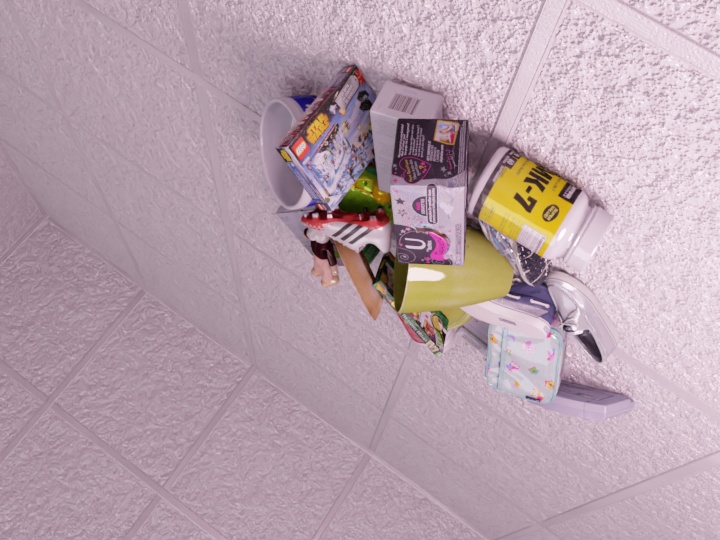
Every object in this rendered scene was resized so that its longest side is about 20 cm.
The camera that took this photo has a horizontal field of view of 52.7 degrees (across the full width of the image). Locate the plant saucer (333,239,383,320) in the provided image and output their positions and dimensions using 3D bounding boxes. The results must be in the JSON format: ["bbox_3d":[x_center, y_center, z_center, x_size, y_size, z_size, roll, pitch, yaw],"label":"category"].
[{"bbox_3d":[0.000,0.000,1.439,0.200,0.035,0.203,-89,-26,-81],"label":"plant saucer"}]

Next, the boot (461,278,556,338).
[{"bbox_3d":[0.276,0.054,1.375,0.197,0.091,0.073,21,158,25],"label":"boot"}]

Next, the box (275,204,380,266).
[{"bbox_3d":[-0.064,-0.100,1.597,0.177,0.097,0.198,49,155,-25],"label":"box"}]

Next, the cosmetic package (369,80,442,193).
[{"bbox_3d":[0.080,-0.206,1.203,0.100,0.072,0.201,20,152,17],"label":"cosmetic package"}]

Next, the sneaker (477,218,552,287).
[{"bbox_3d":[0.258,-0.061,1.245,0.202,0.077,0.086,56,161,-20],"label":"sneaker"}]

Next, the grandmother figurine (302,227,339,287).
[{"bbox_3d":[-0.081,-0.045,1.536,0.121,0.061,0.201,39,157,18],"label":"grandmother figurine"}]

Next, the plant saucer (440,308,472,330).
[{"bbox_3d":[0.154,0.050,1.493,0.195,0.031,0.204,5,123,8],"label":"plant saucer"}]

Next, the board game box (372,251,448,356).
[{"bbox_3d":[0.103,0.065,1.432,0.023,0.106,0.200,-31,112,29],"label":"board game box"}]

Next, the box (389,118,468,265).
[{"bbox_3d":[0.108,-0.115,1.120,0.112,0.135,0.201,2,148,10],"label":"box"}]

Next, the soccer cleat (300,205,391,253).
[{"bbox_3d":[-0.028,-0.075,1.348,0.196,0.069,0.087,5,120,32],"label":"soccer cleat"}]

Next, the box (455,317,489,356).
[{"bbox_3d":[0.304,0.141,1.574,0.155,0.041,0.200,36,158,4],"label":"box"}]

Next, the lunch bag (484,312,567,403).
[{"bbox_3d":[0.326,0.167,1.449,0.157,0.077,0.204,13,126,21],"label":"lunch bag"}]

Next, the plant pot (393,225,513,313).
[{"bbox_3d":[0.170,-0.011,1.311,0.195,0.191,0.188,5,156,-5],"label":"plant pot"}]

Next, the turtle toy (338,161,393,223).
[{"bbox_3d":[0.001,-0.155,1.384,0.198,0.101,0.147,29,142,15],"label":"turtle toy"}]

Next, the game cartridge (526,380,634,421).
[{"bbox_3d":[0.446,0.267,1.506,0.131,0.042,0.198,2,-177,-39],"label":"game cartridge"}]

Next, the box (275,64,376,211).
[{"bbox_3d":[-0.037,-0.219,1.201,0.039,0.201,0.138,8,144,47],"label":"box"}]

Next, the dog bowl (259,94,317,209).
[{"bbox_3d":[-0.113,-0.219,1.347,0.199,0.077,0.204,34,131,51],"label":"dog bowl"}]

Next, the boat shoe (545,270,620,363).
[{"bbox_3d":[0.393,0.088,1.302,0.201,0.072,0.070,46,155,-19],"label":"boat shoe"}]

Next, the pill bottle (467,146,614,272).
[{"bbox_3d":[0.271,-0.090,1.098,0.198,0.115,0.115,32,157,12],"label":"pill bottle"}]

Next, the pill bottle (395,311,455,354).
[{"bbox_3d":[0.144,0.096,1.633,0.111,0.113,0.201,16,148,41],"label":"pill bottle"}]
